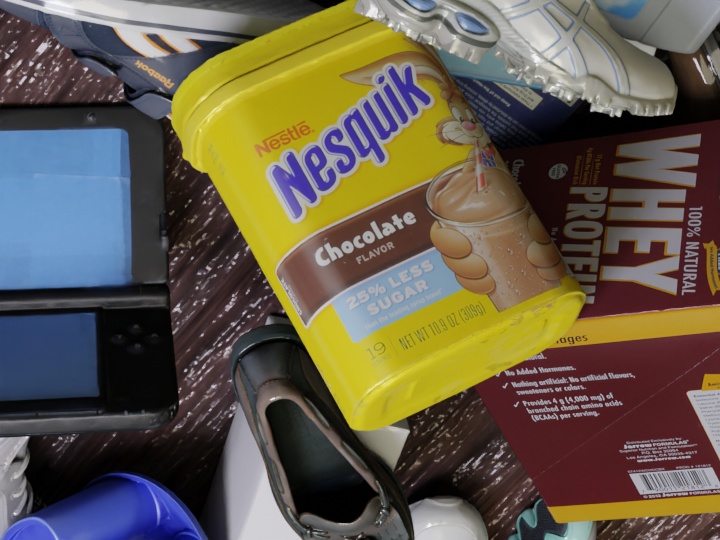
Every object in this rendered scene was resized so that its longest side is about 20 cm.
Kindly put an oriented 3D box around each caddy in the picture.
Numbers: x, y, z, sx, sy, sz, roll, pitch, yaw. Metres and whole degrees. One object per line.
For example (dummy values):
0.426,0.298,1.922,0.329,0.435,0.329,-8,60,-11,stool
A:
-0.158,0.222,1.341,0.105,0.141,0.200,-19,142,-47,caddy

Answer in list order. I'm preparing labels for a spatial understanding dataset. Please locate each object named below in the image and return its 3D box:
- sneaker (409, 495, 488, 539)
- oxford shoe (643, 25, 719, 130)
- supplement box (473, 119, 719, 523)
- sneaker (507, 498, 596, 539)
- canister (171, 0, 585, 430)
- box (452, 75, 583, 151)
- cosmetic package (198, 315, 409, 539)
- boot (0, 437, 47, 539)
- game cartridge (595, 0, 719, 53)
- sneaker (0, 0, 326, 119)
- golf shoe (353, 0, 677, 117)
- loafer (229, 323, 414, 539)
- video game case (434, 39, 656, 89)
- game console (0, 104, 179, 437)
0.051,0.244,1.427,0.078,0.099,0.200,0,122,-8,sneaker
0.193,-0.066,1.272,0.084,0.073,0.200,-11,123,1,oxford shoe
0.178,0.032,1.233,0.197,0.133,0.200,-7,140,24,supplement box
0.163,0.232,1.457,0.140,0.078,0.200,7,130,-14,sneaker
0.010,-0.032,1.123,0.148,0.200,0.087,-25,160,-16,canister
0.074,-0.123,1.241,0.121,0.032,0.200,33,109,-25,box
-0.044,0.142,1.347,0.085,0.108,0.200,13,120,-16,cosmetic package
-0.229,0.123,1.337,0.095,0.074,0.200,34,120,-31,boot
0.136,-0.201,1.142,0.200,0.041,0.133,27,113,-28,game cartridge
-0.116,-0.124,1.187,0.199,0.078,0.080,11,114,-16,sneaker
0.098,-0.142,1.106,0.200,0.078,0.097,19,96,-33,golf shoe
-0.022,0.123,1.238,0.072,0.063,0.200,-24,122,6,loafer
0.114,-0.194,1.177,0.143,0.018,0.200,7,118,-14,video game case
-0.205,0.000,1.192,0.199,0.176,0.117,-2,122,-7,game console
